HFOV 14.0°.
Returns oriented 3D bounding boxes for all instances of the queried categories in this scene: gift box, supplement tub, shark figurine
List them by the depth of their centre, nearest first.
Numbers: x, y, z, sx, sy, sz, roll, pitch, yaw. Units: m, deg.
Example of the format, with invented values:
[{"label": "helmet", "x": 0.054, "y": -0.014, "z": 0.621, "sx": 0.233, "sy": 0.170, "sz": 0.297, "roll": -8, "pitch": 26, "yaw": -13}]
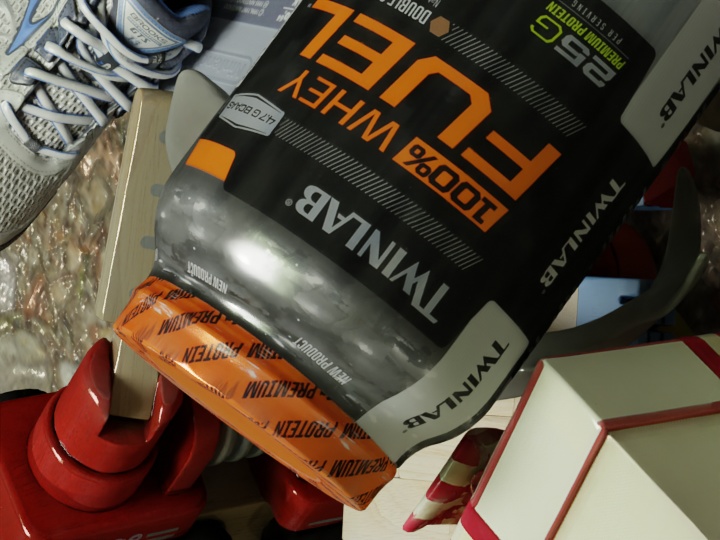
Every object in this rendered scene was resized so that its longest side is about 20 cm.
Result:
[{"label": "supplement tub", "x": 0.021, "y": -0.034, "z": 0.902, "sx": 0.122, "sy": 0.122, "sz": 0.200, "roll": 28, "pitch": 79, "yaw": 47}, {"label": "gift box", "x": 0.111, "y": 0.134, "z": 0.932, "sx": 0.187, "sy": 0.184, "sz": 0.200, "roll": 49, "pitch": 123, "yaw": 34}, {"label": "shark figurine", "x": 0.015, "y": 0.017, "z": 0.995, "sx": 0.214, "sy": 0.089, "sz": 0.128, "roll": 14, "pitch": 105, "yaw": 22}]

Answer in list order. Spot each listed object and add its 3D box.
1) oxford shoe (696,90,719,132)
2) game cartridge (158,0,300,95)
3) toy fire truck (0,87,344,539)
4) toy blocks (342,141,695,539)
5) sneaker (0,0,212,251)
[{"label": "oxford shoe", "x": 0.125, "y": -0.138, "z": 0.949, "sx": 0.075, "sy": 0.070, "sz": 0.201, "roll": 12, "pitch": 108, "yaw": 28}, {"label": "game cartridge", "x": -0.021, "y": -0.107, "z": 1.120, "sx": 0.133, "sy": 0.041, "sz": 0.200, "roll": -56, "pitch": 30, "yaw": -9}, {"label": "toy fire truck", "x": -0.055, "y": 0.034, "z": 1.118, "sx": 0.129, "sy": 0.176, "sz": 0.200, "roll": 65, "pitch": 146, "yaw": 24}, {"label": "toy blocks", "x": 0.065, "y": 0.028, "z": 1.062, "sx": 0.136, "sy": 0.100, "sz": 0.201, "roll": 2, "pitch": 88, "yaw": 39}, {"label": "sneaker", "x": -0.105, "y": -0.093, "z": 1.120, "sx": 0.085, "sy": 0.077, "sz": 0.200, "roll": 13, "pitch": 72, "yaw": 53}]
